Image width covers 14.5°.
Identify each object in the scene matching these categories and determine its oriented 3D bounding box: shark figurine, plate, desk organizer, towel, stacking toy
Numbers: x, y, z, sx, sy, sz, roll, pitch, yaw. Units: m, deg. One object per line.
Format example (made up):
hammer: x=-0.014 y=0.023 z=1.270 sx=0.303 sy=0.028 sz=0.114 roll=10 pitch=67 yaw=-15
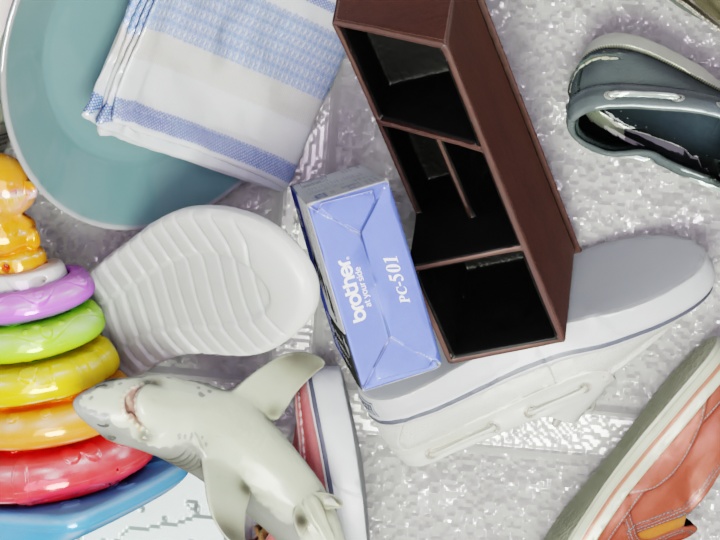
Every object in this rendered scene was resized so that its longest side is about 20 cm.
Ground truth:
shark figurine: x=-0.051 y=0.133 z=1.465 sx=0.128 sy=0.089 sz=0.215 roll=-31 pitch=88 yaw=-32
plate: x=-0.105 y=-0.118 z=1.464 sx=0.199 sy=0.026 sz=0.201 roll=-19 pitch=123 yaw=-32
desk organizer: x=0.048 y=-0.054 z=1.436 sx=0.071 sy=0.077 sz=0.201 roll=-11 pitch=127 yaw=18
towel: x=-0.050 y=-0.145 z=1.464 sx=0.024 sy=0.146 sz=0.201 roll=30 pitch=97 yaw=45
stacking toy: x=-0.171 y=0.035 z=1.477 sx=0.116 sy=0.110 sz=0.201 roll=-1 pitch=105 yaw=36

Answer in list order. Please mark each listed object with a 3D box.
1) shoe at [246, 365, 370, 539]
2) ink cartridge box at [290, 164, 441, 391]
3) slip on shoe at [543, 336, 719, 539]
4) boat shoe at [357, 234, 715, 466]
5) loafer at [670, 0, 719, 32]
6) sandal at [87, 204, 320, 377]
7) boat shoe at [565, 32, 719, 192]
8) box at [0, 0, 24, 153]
shoe: x=-0.039 y=0.154 z=1.520 sx=0.090 sy=0.071 sz=0.201 roll=-6 pitch=99 yaw=1
ink cartridge box: x=0.000 y=0.000 z=1.434 sx=0.044 sy=0.200 sz=0.095 roll=-16 pitch=95 yaw=-2
slip on shoe: x=0.149 y=0.129 z=1.508 sx=0.061 sy=0.074 sz=0.200 roll=39 pitch=93 yaw=-4
boat shoe: x=0.100 y=0.048 z=1.508 sx=0.199 sy=0.071 sz=0.070 roll=-25 pitch=122 yaw=2
loafer: x=0.225 y=-0.142 z=1.469 sx=0.199 sy=0.070 sz=0.075 roll=31 pitch=98 yaw=0
sandal: x=-0.086 y=0.004 z=1.475 sx=0.202 sy=0.050 sz=0.083 roll=-14 pitch=107 yaw=48
boat shoe: x=0.198 y=-0.057 z=1.473 sx=0.199 sy=0.062 sz=0.073 roll=24 pitch=132 yaw=5
box: x=-0.232 y=-0.110 z=1.474 sx=0.108 sy=0.128 sz=0.201 roll=25 pitch=97 yaw=2
